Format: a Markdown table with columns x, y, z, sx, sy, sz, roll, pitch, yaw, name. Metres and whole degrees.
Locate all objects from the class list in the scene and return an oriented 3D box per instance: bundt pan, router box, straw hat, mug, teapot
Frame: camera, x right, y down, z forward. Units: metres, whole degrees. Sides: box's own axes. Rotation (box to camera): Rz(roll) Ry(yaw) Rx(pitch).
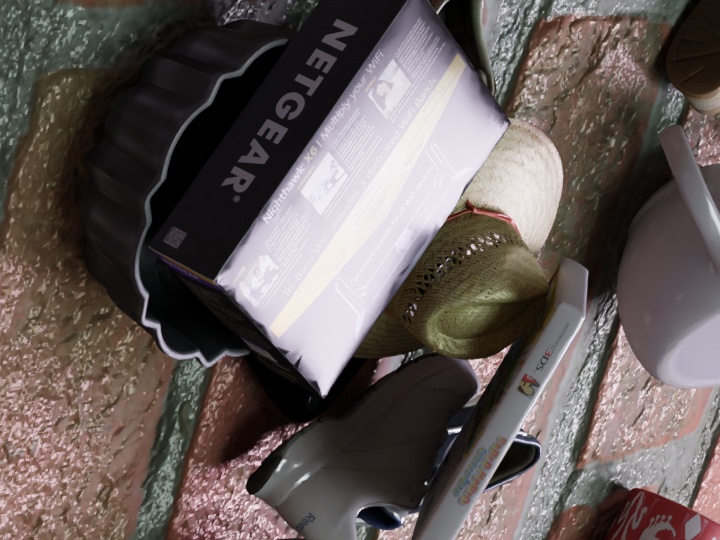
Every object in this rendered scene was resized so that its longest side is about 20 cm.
| x | y | z | sx | sy | sz | roll | pitch | yaw | name |
| --- | --- | --- | --- | --- | --- | --- | --- | --- | --- |
| -0.082 | -0.053 | 1.556 | 0.202 | 0.076 | 0.202 | -34 | 139 | -36 | bundt pan |
| -0.013 | -0.049 | 1.536 | 0.200 | 0.052 | 0.157 | -55 | 147 | -11 | router box |
| 0.062 | 0.008 | 1.681 | 0.201 | 0.085 | 0.201 | -23 | 139 | -21 | straw hat |
| 0.211 | 0.282 | 2.210 | 0.133 | 0.178 | 0.200 | 30 | 83 | -22 | mug |
| 0.264 | -0.016 | 2.017 | 0.197 | 0.146 | 0.200 | -6 | 152 | -33 | teapot |

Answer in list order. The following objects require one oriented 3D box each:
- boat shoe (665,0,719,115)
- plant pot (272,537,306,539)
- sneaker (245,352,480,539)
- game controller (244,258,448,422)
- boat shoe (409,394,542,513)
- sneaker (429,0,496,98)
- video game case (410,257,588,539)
| x | y | z | sx | sy | sz | roll | pitch | yaw | name |
| --- | --- | --- | --- | --- | --- | --- | --- | --- | --- |
| 0.291 | -0.202 | 1.989 | 0.200 | 0.071 | 0.065 | -52 | 154 | -2 | boat shoe |
| -0.038 | 0.250 | 1.766 | 0.200 | 0.200 | 0.135 | 50 | 36 | -56 | plant pot |
| 0.014 | 0.121 | 1.791 | 0.200 | 0.087 | 0.075 | -33 | 171 | -40 | sneaker |
| 0.000 | 0.000 | 1.744 | 0.200 | 0.042 | 0.104 | -51 | 146 | -19 | game controller |
| 0.048 | 0.136 | 1.894 | 0.200 | 0.062 | 0.075 | -8 | 122 | -52 | boat shoe |
| 0.041 | -0.093 | 1.677 | 0.070 | 0.076 | 0.200 | -13 | 114 | -39 | sneaker |
| 0.089 | 0.085 | 1.736 | 0.182 | 0.023 | 0.200 | -60 | 179 | 9 | video game case |
